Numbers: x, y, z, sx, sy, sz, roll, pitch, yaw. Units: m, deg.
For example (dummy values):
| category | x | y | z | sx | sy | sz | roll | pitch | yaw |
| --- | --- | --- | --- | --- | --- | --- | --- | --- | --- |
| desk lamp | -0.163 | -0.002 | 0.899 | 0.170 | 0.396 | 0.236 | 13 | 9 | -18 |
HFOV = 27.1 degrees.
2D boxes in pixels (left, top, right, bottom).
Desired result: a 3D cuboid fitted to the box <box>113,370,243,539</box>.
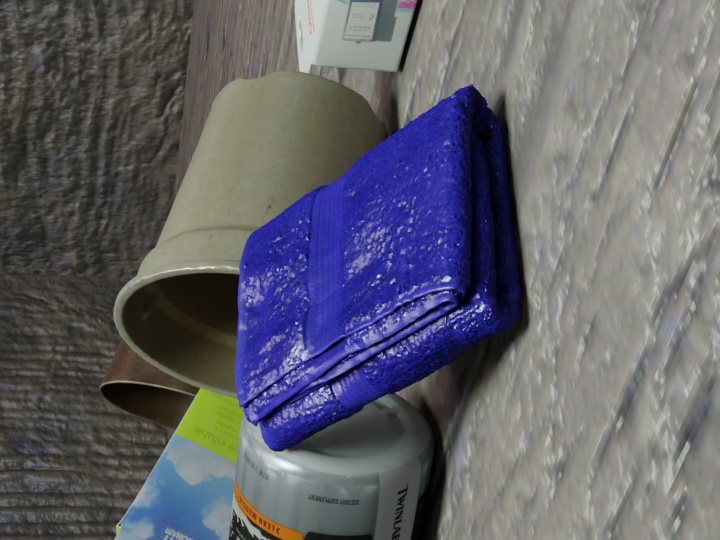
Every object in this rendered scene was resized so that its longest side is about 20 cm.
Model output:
| category | x | y | z | sx | sy | sz | roll | pitch | yaw |
| --- | --- | --- | --- | --- | --- | --- | --- | --- | --- |
| box | -0.088 | 0.157 | 1.087 | 0.048 | 0.121 | 0.201 | 106 | -169 | -57 |

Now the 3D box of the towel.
| category | x | y | z | sx | sy | sz | roll | pitch | yaw |
| --- | --- | --- | --- | --- | --- | --- | --- | --- | --- |
| towel | 0.000 | 0.000 | 0.827 | 0.199 | 0.049 | 0.149 | -32 | 52 | 40 |

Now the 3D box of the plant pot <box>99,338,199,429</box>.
| category | x | y | z | sx | sy | sz | roll | pitch | yaw |
| --- | --- | --- | --- | --- | --- | --- | --- | --- | --- |
| plant pot | -0.182 | 0.068 | 1.714 | 0.187 | 0.185 | 0.202 | 123 | 163 | -69 |

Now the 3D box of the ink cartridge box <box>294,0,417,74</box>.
| category | x | y | z | sx | sy | sz | roll | pitch | yaw |
| --- | --- | --- | --- | --- | --- | --- | --- | --- | --- |
| ink cartridge box | 0.002 | -0.222 | 1.045 | 0.201 | 0.067 | 0.118 | 108 | 160 | -51 |

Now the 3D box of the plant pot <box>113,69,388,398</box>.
| category | x | y | z | sx | sy | sz | roll | pitch | yaw |
| --- | --- | --- | --- | --- | --- | --- | --- | --- | --- |
| plant pot | -0.056 | -0.030 | 1.054 | 0.201 | 0.199 | 0.185 | 113 | 169 | -61 |

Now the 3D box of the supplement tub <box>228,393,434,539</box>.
| category | x | y | z | sx | sy | sz | roll | pitch | yaw |
| --- | --- | --- | --- | --- | --- | --- | --- | --- | --- |
| supplement tub | -0.024 | 0.180 | 0.947 | 0.123 | 0.121 | 0.202 | -111 | 25 | -64 |
